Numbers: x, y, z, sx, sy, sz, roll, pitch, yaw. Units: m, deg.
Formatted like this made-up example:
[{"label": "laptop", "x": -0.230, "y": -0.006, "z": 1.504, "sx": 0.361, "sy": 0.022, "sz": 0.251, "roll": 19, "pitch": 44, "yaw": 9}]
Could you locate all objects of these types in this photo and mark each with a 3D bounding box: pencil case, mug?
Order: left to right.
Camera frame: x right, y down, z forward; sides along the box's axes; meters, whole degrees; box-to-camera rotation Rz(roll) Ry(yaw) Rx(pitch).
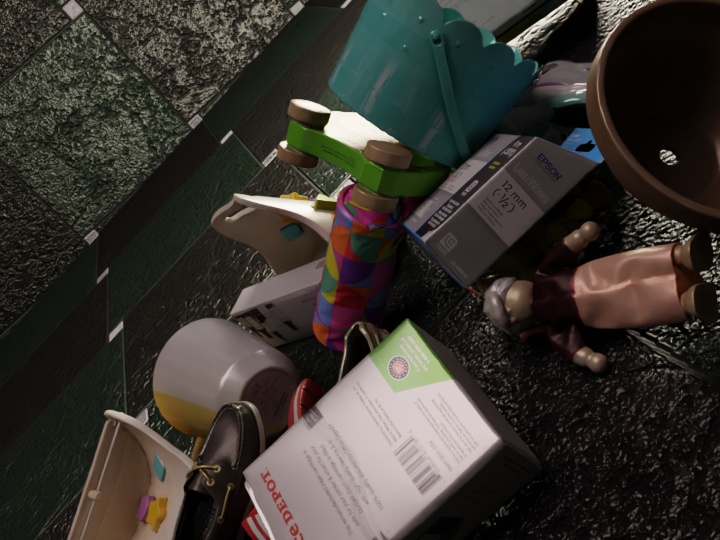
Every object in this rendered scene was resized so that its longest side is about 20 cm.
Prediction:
[{"label": "mug", "x": -0.143, "y": 0.158, "z": 1.021, "sx": 0.149, "sy": 0.187, "sz": 0.153, "roll": -24, "pitch": 19, "yaw": -34}, {"label": "pencil case", "x": 0.000, "y": 0.000, "z": 0.945, "sx": 0.088, "sy": 0.088, "sz": 0.200, "roll": -80, "pitch": 4, "yaw": -51}]

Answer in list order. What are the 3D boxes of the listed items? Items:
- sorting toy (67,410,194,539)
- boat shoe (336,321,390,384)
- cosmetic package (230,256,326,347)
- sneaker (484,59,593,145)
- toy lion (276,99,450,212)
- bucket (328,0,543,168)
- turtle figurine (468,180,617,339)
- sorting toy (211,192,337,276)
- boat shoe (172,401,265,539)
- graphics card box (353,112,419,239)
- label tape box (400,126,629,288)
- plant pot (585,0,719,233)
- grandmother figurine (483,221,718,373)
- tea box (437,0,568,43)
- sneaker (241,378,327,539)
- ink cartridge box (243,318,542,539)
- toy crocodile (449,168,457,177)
[{"label": "sorting toy", "x": -0.244, "y": 0.275, "z": 0.969, "sx": 0.180, "sy": 0.107, "sz": 0.200, "roll": -6, "pitch": 65, "yaw": 50}, {"label": "boat shoe", "x": 0.001, "y": 0.135, "z": 0.854, "sx": 0.075, "sy": 0.068, "sz": 0.200, "roll": -34, "pitch": 27, "yaw": 28}, {"label": "cosmetic package", "x": -0.079, "y": 0.045, "z": 1.111, "sx": 0.200, "sy": 0.083, "sz": 0.051, "roll": -21, "pitch": 38, "yaw": 47}, {"label": "sneaker", "x": 0.207, "y": -0.192, "z": 1.003, "sx": 0.200, "sy": 0.078, "sz": 0.140, "roll": -9, "pitch": 39, "yaw": 33}, {"label": "toy lion", "x": 0.022, "y": -0.132, "z": 0.938, "sx": 0.200, "sy": 0.192, "sz": 0.069, "roll": 34, "pitch": 117, "yaw": 38}, {"label": "bucket", "x": 0.075, "y": -0.210, "z": 0.899, "sx": 0.135, "sy": 0.207, "sz": 0.207, "roll": -57, "pitch": 20, "yaw": 19}, {"label": "turtle figurine", "x": 0.162, "y": -0.027, "z": 0.836, "sx": 0.161, "sy": 0.064, "sz": 0.200, "roll": -50, "pitch": 24, "yaw": -5}, {"label": "sorting toy", "x": -0.094, "y": -0.057, "z": 1.105, "sx": 0.200, "sy": 0.180, "sz": 0.107, "roll": -25, "pitch": 56, "yaw": 60}, {"label": "boat shoe", "x": -0.150, "y": 0.232, "z": 0.878, "sx": 0.072, "sy": 0.061, "sz": 0.201, "roll": -1, "pitch": 74, "yaw": 39}, {"label": "graphics card box", "x": 0.032, "y": -0.152, "z": 1.125, "sx": 0.126, "sy": 0.051, "sz": 0.200, "roll": 107, "pitch": 156, "yaw": -44}, {"label": "label tape box", "x": 0.138, "y": -0.083, "z": 0.801, "sx": 0.200, "sy": 0.066, "sz": 0.143, "roll": -45, "pitch": 11, "yaw": 4}, {"label": "plant pot", "x": 0.268, "y": -0.111, "z": 0.682, "sx": 0.201, "sy": 0.201, "sz": 0.093, "roll": -58, "pitch": -5, "yaw": -23}, {"label": "grandmother figurine", "x": 0.186, "y": 0.024, "z": 0.701, "sx": 0.200, "sy": 0.061, "sz": 0.121, "roll": -8, "pitch": 72, "yaw": 45}, {"label": "tea box", "x": 0.193, "y": -0.400, "z": 1.182, "sx": 0.200, "sy": 0.134, "sz": 0.197, "roll": -31, "pitch": 1, "yaw": 30}, {"label": "sneaker", "x": -0.077, "y": 0.204, "z": 0.870, "sx": 0.115, "sy": 0.078, "sz": 0.200, "roll": -38, "pitch": 24, "yaw": 18}, {"label": "ink cartridge box", "x": 0.021, "y": 0.164, "z": 0.697, "sx": 0.200, "sy": 0.084, "sz": 0.146, "roll": -44, "pitch": 49, "yaw": 8}, {"label": "toy crocodile", "x": 0.107, "y": -0.110, "z": 1.054, "sx": 0.068, "sy": 0.062, "sz": 0.200, "roll": -44, "pitch": 24, "yaw": 18}]
